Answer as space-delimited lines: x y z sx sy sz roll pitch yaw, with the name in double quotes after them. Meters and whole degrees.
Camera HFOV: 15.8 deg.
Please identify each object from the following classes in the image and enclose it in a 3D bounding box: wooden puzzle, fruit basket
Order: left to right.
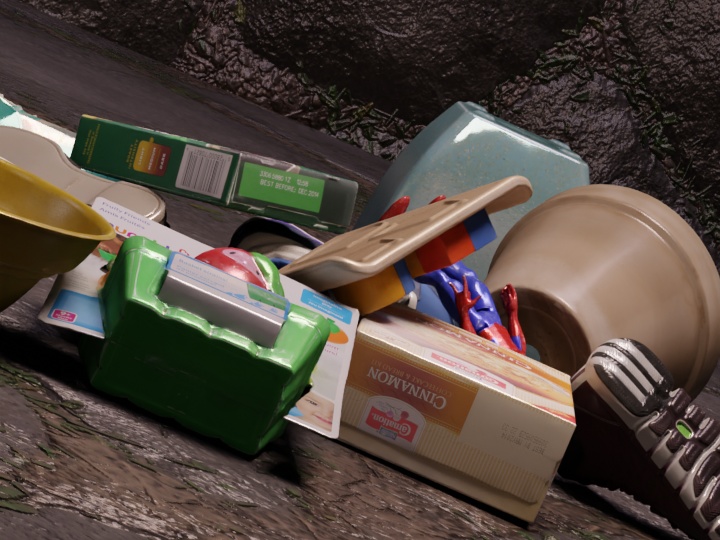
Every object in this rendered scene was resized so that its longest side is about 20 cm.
-0.087 0.020 1.539 0.184 0.094 0.200 24 27 -4 "fruit basket"
0.000 0.000 1.757 0.185 0.047 0.200 -17 5 45 "wooden puzzle"

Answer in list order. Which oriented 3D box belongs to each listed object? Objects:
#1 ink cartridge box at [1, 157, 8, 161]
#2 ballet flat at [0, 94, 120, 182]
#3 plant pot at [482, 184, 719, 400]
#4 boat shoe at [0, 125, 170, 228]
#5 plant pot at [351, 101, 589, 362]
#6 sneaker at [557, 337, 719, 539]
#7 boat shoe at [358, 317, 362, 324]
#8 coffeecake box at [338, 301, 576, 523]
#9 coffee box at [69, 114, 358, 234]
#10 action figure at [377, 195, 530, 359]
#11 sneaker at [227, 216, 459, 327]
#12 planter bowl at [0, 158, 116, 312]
-0.348 -0.092 1.804 0.173 0.044 0.200 28 8 29 "ink cartridge box"
-0.268 -0.089 2.024 0.199 0.076 0.064 27 -25 -13 "ballet flat"
0.162 0.049 2.008 0.199 0.201 0.173 27 25 20 "plant pot"
-0.222 -0.049 1.919 0.199 0.057 0.067 25 42 33 "boat shoe"
0.100 -0.032 2.233 0.195 0.201 0.196 23 8 -5 "plant pot"
0.209 0.146 1.832 0.200 0.115 0.076 52 48 1 "sneaker"
0.065 0.074 1.880 0.200 0.063 0.073 22 8 -21 "boat shoe"
0.059 0.087 1.719 0.153 0.073 0.200 24 7 0 "coffeecake box"
-0.112 -0.072 1.926 0.123 0.044 0.199 13 1 -42 "coffee box"
0.084 0.032 1.864 0.065 0.052 0.201 1 53 -51 "action figure"
-0.011 0.030 1.927 0.199 0.081 0.147 25 12 -10 "sneaker"
-0.245 -0.024 1.472 0.199 0.084 0.200 23 7 -3 "planter bowl"
